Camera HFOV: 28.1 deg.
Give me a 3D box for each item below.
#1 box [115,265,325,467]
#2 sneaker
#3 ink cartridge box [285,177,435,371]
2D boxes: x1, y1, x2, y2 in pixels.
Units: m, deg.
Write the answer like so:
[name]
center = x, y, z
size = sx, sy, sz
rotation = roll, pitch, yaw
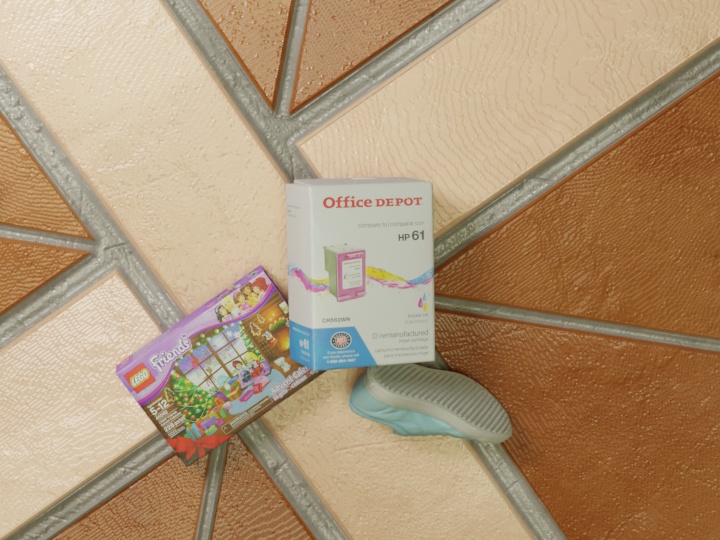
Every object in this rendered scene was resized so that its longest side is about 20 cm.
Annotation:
[box]
center = -0.152, 0.107, 1.600
size = 0.200, 0.039, 0.137
rotation = -35, 105, 0
[sneaker]
center = 0.077, 0.159, 1.644
size = 0.200, 0.074, 0.082
rotation = 24, 134, -21
[ink cartridge box]
center = 0.000, 0.000, 1.558
size = 0.144, 0.085, 0.201
rotation = -4, 96, -19
